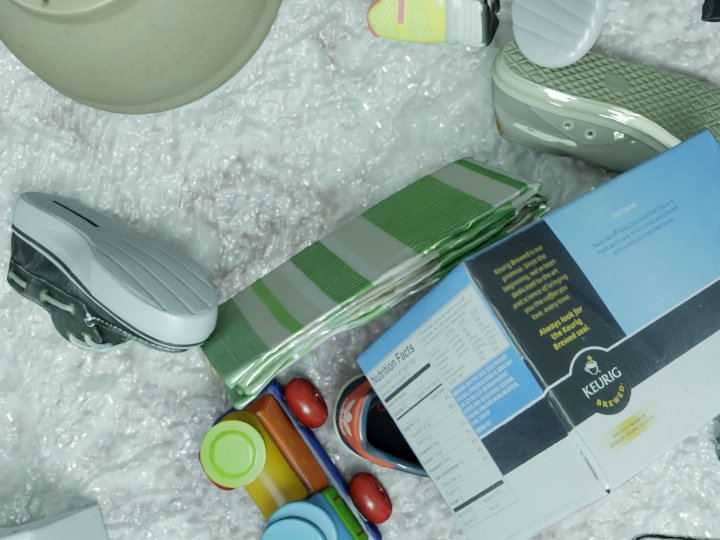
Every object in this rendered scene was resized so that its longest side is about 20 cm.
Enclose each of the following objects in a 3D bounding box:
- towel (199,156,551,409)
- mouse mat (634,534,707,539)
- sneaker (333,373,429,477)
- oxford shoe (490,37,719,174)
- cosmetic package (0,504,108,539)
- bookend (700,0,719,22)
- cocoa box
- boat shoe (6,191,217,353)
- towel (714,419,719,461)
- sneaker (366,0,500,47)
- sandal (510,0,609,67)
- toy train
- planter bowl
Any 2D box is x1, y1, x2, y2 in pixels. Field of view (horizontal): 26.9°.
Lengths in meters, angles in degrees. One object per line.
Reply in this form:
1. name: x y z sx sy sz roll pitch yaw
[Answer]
1. towel: 0.000 0.000 0.849 0.199 0.153 0.023 -33 107 -6
2. mouse mat: 0.232 0.263 0.893 0.159 0.008 0.202 4 89 10
3. sneaker: 0.083 0.093 0.872 0.198 0.085 0.076 0 87 -1
4. oxford shoe: 0.167 -0.079 0.885 0.199 0.075 0.058 19 134 2
5. cosmetic package: -0.240 0.270 0.916 0.198 0.123 0.202 -17 88 9
6. bookend: 0.304 -0.215 0.804 0.197 0.092 0.202 9 93 -19
7. cocoa box: 0.125 0.037 0.801 0.199 0.133 0.132 -27 79 -34
8. boat shoe: -0.150 0.015 0.902 0.200 0.072 0.071 31 112 48
9. towel: 0.293 0.086 0.802 0.198 0.171 0.049 -5 82 10
10. sneaker: 0.028 -0.230 0.899 0.090 0.078 0.202 -6 87 17
11. sandal: 0.133 -0.212 0.887 0.079 0.059 0.208 6 79 33
12. toy train: -0.068 0.098 0.891 0.084 0.116 0.201 -35 84 7
13. planter bowl: -0.152 -0.201 0.899 0.198 0.135 0.202 0 90 9
